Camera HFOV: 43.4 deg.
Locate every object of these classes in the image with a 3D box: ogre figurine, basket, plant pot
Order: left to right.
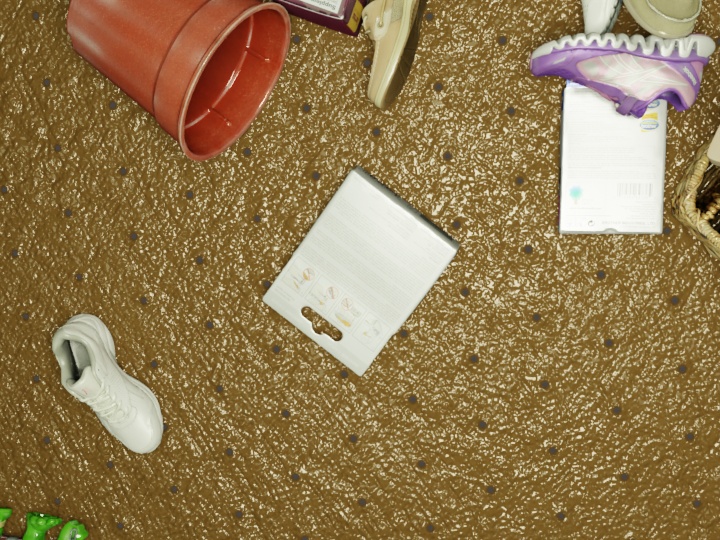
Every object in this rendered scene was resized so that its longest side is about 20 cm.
[{"bbox_3d":[-0.462,0.375,1.184,0.198,0.098,0.121,9,79,-9],"label":"ogre figurine"},{"bbox_3d":[-0.216,-0.265,1.043,0.194,0.201,0.202,34,99,11],"label":"plant pot"},{"bbox_3d":[0.451,-0.104,0.986,0.143,0.149,0.200,45,100,1],"label":"basket"}]

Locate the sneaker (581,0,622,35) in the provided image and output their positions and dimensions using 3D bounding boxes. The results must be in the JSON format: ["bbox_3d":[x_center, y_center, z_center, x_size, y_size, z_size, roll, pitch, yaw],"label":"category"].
[{"bbox_3d":[0.259,-0.360,1.031,0.086,0.074,0.202,-1,87,15],"label":"sneaker"}]

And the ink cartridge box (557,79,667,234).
[{"bbox_3d":[0.293,-0.144,1.056,0.118,0.042,0.202,1,97,8],"label":"ink cartridge box"}]

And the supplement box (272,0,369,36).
[{"bbox_3d":[-0.025,-0.386,1.027,0.102,0.131,0.202,20,99,5],"label":"supplement box"}]

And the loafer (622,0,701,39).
[{"bbox_3d":[0.307,-0.341,0.944,0.075,0.068,0.202,-14,82,-10],"label":"loafer"}]

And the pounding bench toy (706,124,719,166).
[{"bbox_3d":[0.411,-0.090,0.872,0.124,0.156,0.201,25,87,35],"label":"pounding bench toy"}]

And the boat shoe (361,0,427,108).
[{"bbox_3d":[0.036,-0.292,1.064,0.064,0.071,0.202,16,90,12],"label":"boat shoe"}]

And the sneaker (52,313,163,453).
[{"bbox_3d":[-0.327,0.152,1.136,0.078,0.099,0.201,-37,90,9],"label":"sneaker"}]

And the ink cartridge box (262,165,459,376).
[{"bbox_3d":[0.000,0.000,1.111,0.162,0.057,0.201,37,107,2],"label":"ink cartridge box"}]

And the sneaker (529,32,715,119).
[{"bbox_3d":[0.286,-0.213,0.995,0.198,0.080,0.090,2,97,5],"label":"sneaker"}]
